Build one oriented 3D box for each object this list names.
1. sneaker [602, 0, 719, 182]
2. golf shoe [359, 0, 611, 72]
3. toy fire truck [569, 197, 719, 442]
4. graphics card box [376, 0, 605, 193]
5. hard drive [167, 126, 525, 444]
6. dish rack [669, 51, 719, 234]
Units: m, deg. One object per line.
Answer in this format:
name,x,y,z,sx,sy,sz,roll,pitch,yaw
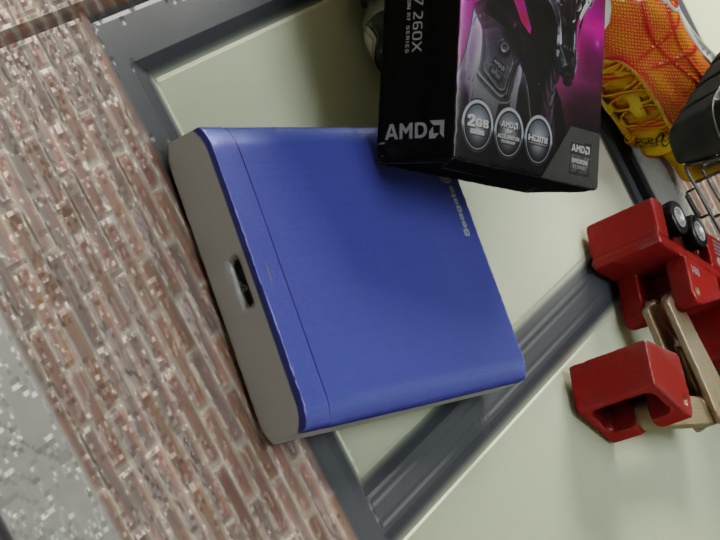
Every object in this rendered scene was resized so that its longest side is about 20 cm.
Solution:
sneaker,0.172,-0.115,1.257,0.200,0.073,0.078,29,55,-43
golf shoe,0.069,-0.122,1.098,0.199,0.072,0.093,-8,82,-49
toy fire truck,0.179,0.037,1.177,0.200,0.049,0.142,26,49,-50
graphics card box,0.066,-0.142,0.996,0.125,0.051,0.202,9,84,-51
hard drive,0.000,0.000,0.937,0.200,0.025,0.133,-7,75,-59
dish rack,0.255,-0.036,1.241,0.201,0.054,0.153,59,34,-14
